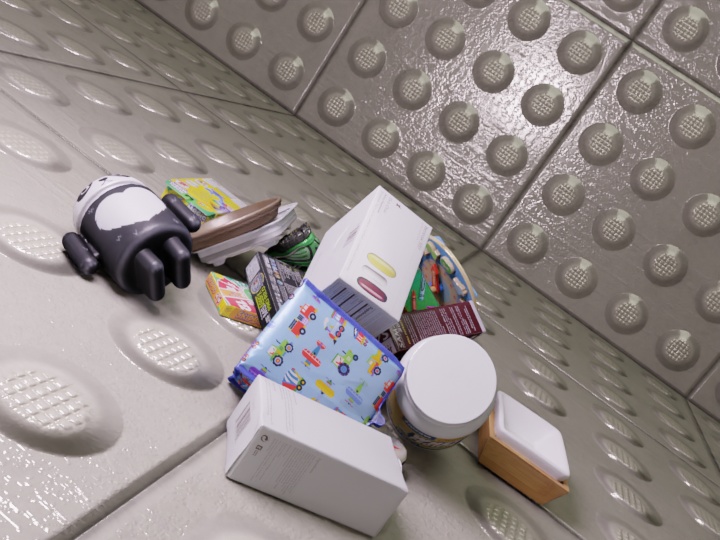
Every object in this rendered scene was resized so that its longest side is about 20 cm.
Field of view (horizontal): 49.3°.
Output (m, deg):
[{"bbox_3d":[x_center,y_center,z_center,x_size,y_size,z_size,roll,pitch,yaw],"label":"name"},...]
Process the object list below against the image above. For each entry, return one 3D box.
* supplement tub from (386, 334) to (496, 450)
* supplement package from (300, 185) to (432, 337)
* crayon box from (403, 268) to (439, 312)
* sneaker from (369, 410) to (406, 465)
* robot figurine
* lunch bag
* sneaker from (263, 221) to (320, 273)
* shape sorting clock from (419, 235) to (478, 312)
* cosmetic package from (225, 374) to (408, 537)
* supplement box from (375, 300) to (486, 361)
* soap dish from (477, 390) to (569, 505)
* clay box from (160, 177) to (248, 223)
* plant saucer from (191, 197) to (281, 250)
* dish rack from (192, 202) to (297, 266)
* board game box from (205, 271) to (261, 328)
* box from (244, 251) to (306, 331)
[{"bbox_3d":[0.116,0.177,1.136,0.145,0.145,0.200,37,-18,10],"label":"supplement tub"},{"bbox_3d":[-0.001,0.004,1.178,0.111,0.156,0.200,37,47,-16],"label":"supplement package"},{"bbox_3d":[0.077,0.055,1.440,0.119,0.058,0.200,61,-13,-11],"label":"crayon box"},{"bbox_3d":[-0.007,0.187,1.078,0.200,0.094,0.070,36,15,8],"label":"sneaker"},{"bbox_3d":[-0.315,-0.049,1.092,0.200,0.125,0.150,43,14,28],"label":"robot figurine"},{"bbox_3d":[-0.045,0.137,1.020,0.200,0.151,0.094,38,-24,-1],"label":"lunch bag"},{"bbox_3d":[-0.125,-0.016,1.398,0.085,0.078,0.200,53,-27,-8],"label":"sneaker"},{"bbox_3d":[0.140,0.029,1.371,0.039,0.200,0.200,-22,43,-18],"label":"shape sorting clock"},{"bbox_3d":[-0.052,0.216,0.916,0.200,0.081,0.113,31,15,-18],"label":"cosmetic package"},{"bbox_3d":[0.090,0.106,1.237,0.200,0.109,0.061,-7,68,-42],"label":"supplement box"},{"bbox_3d":[0.275,0.304,1.354,0.157,0.081,0.200,35,14,0],"label":"soap dish"},{"bbox_3d":[-0.304,-0.130,1.534,0.115,0.048,0.200,37,16,8],"label":"clay box"},{"bbox_3d":[-0.223,-0.077,1.327,0.200,0.200,0.030,-75,145,-75],"label":"plant saucer"},{"bbox_3d":[-0.195,-0.061,1.383,0.200,0.171,0.044,-67,138,-75],"label":"dish rack"},{"bbox_3d":[-0.154,0.066,1.283,0.200,0.030,0.096,26,17,-38],"label":"board game box"},{"bbox_3d":[-0.096,0.067,1.270,0.160,0.044,0.200,26,23,-33],"label":"box"}]
